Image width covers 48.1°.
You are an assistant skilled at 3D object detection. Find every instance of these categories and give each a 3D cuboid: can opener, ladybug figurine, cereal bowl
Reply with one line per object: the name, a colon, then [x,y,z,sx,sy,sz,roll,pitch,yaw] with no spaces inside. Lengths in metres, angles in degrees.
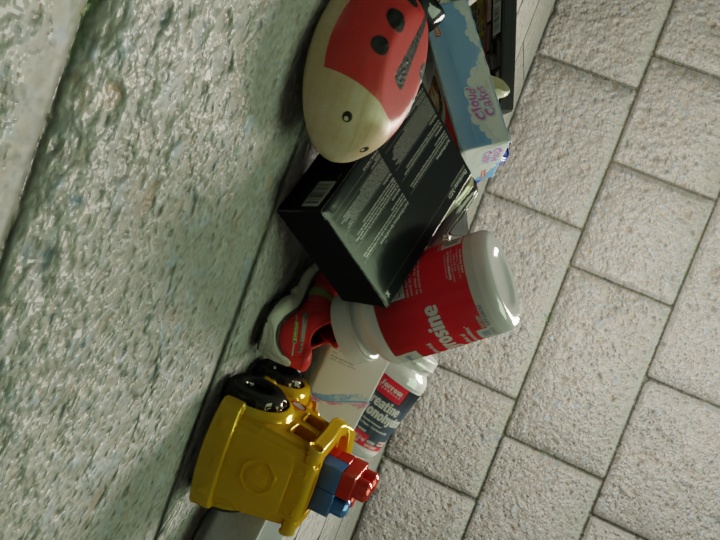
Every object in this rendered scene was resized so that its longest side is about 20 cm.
can opener: [0.060,-0.285,0.978,0.200,0.077,0.065,81,-6,-75]
ladybug figurine: [0.013,-0.193,0.756,0.136,0.071,0.203,50,53,-50]
cereal bowl: [-0.159,0.348,1.005,0.200,0.082,0.204,23,89,-79]

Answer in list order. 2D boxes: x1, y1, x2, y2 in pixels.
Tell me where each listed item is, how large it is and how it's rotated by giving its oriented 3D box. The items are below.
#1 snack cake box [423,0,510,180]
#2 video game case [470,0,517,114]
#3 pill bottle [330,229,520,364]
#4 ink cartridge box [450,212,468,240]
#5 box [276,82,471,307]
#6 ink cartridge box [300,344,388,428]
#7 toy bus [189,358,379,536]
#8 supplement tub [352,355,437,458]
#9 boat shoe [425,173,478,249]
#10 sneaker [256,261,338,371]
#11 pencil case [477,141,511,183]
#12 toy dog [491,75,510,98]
snack cake box: [0.126,-0.227,1.043,0.115,0.066,0.204,103,-26,-74]
video game case: [0.209,-0.347,1.303,0.181,0.025,0.205,-165,-104,-79]
pill bottle: [0.070,0.038,0.905,0.112,0.197,0.114,47,32,-43]
ink cartridge box: [0.099,-0.030,1.147,0.202,0.082,0.178,-83,179,-56]
box: [0.021,-0.085,0.866,0.142,0.078,0.201,53,59,-32]
ink cartridge box: [-0.028,0.136,1.087,0.146,0.086,0.203,-82,-165,-65]
toy bus: [-0.068,0.202,0.898,0.200,0.189,0.138,-27,136,-76]
supplement tub: [0.024,0.198,1.358,0.201,0.140,0.140,-53,170,4]
boat shoe: [0.075,-0.035,0.977,0.201,0.064,0.072,-49,-152,15]
sneaker: [-0.049,0.054,0.964,0.200,0.084,0.078,-52,170,-50]
pencil case: [0.160,-0.172,1.371,0.199,0.077,0.088,-36,-138,31]
toy dog: [0.125,-0.222,1.255,0.195,0.137,0.203,-89,-165,-63]
